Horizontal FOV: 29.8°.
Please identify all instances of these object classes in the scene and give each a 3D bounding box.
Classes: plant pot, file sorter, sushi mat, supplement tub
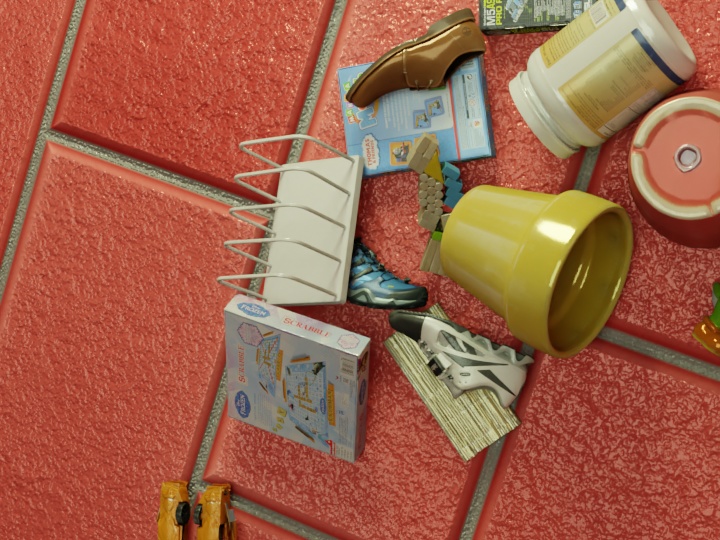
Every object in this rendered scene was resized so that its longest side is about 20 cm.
[{"bbox_3d":[0.405,-0.128,1.624,0.199,0.177,0.202,0,90,20],"label":"plant pot"},{"bbox_3d":[-0.096,-0.067,1.782,0.138,0.124,0.202,-3,72,37],"label":"file sorter"},{"bbox_3d":[0.121,0.148,1.810,0.095,0.012,0.201,-38,79,16],"label":"sushi mat"},{"bbox_3d":[0.297,-0.245,1.672,0.200,0.144,0.145,-37,79,23],"label":"supplement tub"},{"bbox_3d":[0.211,-0.016,1.694,0.188,0.200,0.202,24,98,34],"label":"plant pot"}]

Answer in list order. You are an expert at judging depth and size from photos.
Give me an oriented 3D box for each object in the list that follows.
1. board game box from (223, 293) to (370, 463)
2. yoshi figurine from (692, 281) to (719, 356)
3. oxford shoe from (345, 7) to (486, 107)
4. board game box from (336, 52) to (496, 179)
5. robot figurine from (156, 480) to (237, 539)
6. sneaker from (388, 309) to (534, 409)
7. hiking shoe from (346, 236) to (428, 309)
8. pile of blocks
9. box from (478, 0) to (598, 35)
[{"bbox_3d":[-0.086,0.145,1.811,0.198,0.041,0.201,18,131,17],"label":"board game box"},{"bbox_3d":[0.500,0.026,1.635,0.112,0.112,0.201,32,98,0],"label":"yoshi figurine"},{"bbox_3d":[0.072,-0.259,1.759,0.199,0.071,0.072,-30,82,14],"label":"oxford shoe"},{"bbox_3d":[0.074,-0.211,1.812,0.198,0.037,0.153,-8,87,18],"label":"board game box"},{"bbox_3d":[-0.232,0.401,1.910,0.144,0.058,0.202,2,90,19],"label":"robot figurine"},{"bbox_3d":[0.119,0.116,1.760,0.199,0.074,0.089,23,82,10],"label":"sneaker"},{"bbox_3d":[0.000,0.000,1.818,0.198,0.074,0.087,14,95,19],"label":"hiking shoe"},{"bbox_3d":[0.108,-0.090,1.778,0.081,0.062,0.202,-7,111,3],"label":"pile of blocks"},{"bbox_3d":[0.233,-0.411,1.752,0.159,0.044,0.202,-1,90,20],"label":"box"}]
